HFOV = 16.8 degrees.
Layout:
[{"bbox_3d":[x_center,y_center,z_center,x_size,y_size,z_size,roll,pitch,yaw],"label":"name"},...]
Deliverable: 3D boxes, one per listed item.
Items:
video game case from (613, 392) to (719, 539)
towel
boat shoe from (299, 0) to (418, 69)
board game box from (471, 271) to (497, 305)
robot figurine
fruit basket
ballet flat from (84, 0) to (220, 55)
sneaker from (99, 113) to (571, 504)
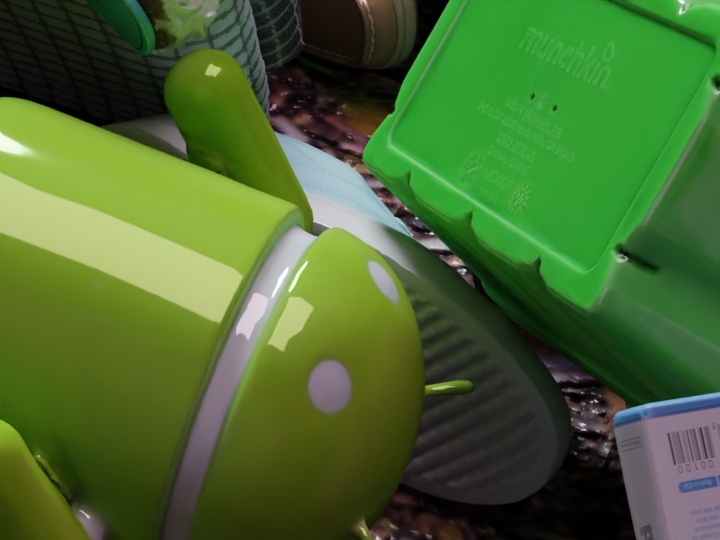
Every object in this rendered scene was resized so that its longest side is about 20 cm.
[{"bbox_3d":[0.145,0.125,0.628,0.143,0.018,0.201,-6,81,-30],"label":"video game case"},{"bbox_3d":[-0.123,-0.123,0.865,0.199,0.166,0.086,17,77,7],"label":"towel"},{"bbox_3d":[-0.062,-0.133,0.998,0.200,0.074,0.066,34,48,31],"label":"boat shoe"},{"bbox_3d":[0.143,-0.041,0.890,0.199,0.032,0.120,-6,36,14],"label":"board game box"},{"bbox_3d":[-0.070,0.023,0.715,0.199,0.116,0.176,22,50,7],"label":"robot figurine"},{"bbox_3d":[0.122,-0.002,0.757,0.215,0.156,0.216,30,4,-3],"label":"fruit basket"},{"bbox_3d":[-0.113,-0.145,0.753,0.200,0.072,0.072,40,37,6],"label":"ballet flat"},{"bbox_3d":[0.000,0.000,0.820,0.200,0.074,0.082,37,34,21],"label":"sneaker"}]
